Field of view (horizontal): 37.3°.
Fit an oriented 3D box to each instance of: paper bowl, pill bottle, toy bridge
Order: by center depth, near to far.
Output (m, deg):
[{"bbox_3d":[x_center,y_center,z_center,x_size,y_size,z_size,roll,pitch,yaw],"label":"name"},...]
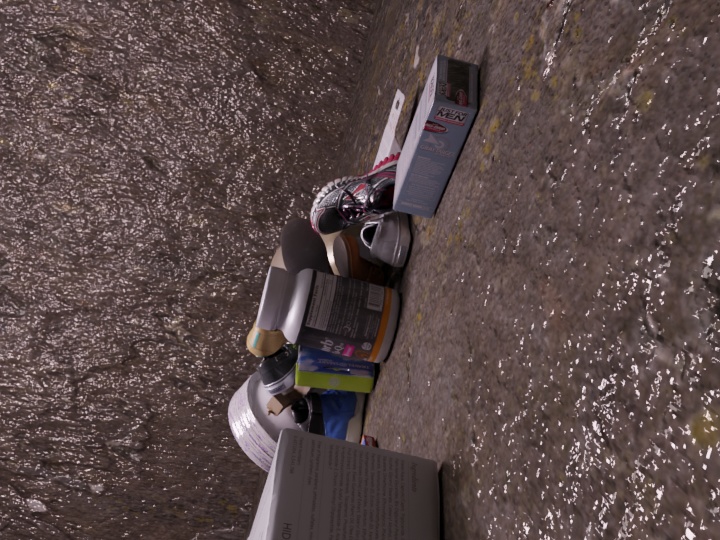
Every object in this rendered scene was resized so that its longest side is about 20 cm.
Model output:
[{"bbox_3d":[-0.049,0.062,1.595,0.116,0.200,0.117,-166,90,-84],"label":"pill bottle"},{"bbox_3d":[-0.087,0.183,1.744,0.200,0.027,0.067,-35,-15,-43],"label":"toy bridge"},{"bbox_3d":[-0.115,0.249,1.807,0.104,0.200,0.201,-47,20,26],"label":"paper bowl"}]

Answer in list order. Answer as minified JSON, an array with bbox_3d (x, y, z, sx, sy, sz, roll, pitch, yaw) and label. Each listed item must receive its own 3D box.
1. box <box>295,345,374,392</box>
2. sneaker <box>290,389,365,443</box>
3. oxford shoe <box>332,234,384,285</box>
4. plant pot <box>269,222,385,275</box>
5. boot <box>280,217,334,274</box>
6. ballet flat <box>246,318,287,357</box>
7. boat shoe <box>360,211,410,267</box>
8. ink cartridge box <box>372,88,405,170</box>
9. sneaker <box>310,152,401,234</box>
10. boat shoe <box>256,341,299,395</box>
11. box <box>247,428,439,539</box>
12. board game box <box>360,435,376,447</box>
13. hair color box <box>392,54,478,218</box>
[{"bbox_3d":[-0.039,0.132,1.695,0.200,0.122,0.048,-89,5,-66],"label":"box"},{"bbox_3d":[-0.052,0.205,1.712,0.077,0.111,0.200,110,171,-46],"label":"sneaker"},{"bbox_3d":[0.000,0.000,1.681,0.200,0.071,0.071,77,171,-58],"label":"oxford shoe"},{"bbox_3d":[-0.035,-0.008,1.843,0.200,0.187,0.188,-34,41,59],"label":"plant pot"},{"bbox_3d":[-0.071,0.010,1.720,0.200,0.073,0.075,64,-178,17],"label":"boot"},{"bbox_3d":[-0.112,0.066,1.703,0.200,0.069,0.063,-50,-22,-51],"label":"ballet flat"},{"bbox_3d":[0.035,-0.055,1.689,0.200,0.068,0.072,-93,18,-67],"label":"boat shoe"},{"bbox_3d":[0.062,-0.216,1.905,0.161,0.050,0.200,-102,30,-75],"label":"ink cartridge box"},{"bbox_3d":[0.005,-0.112,1.665,0.200,0.081,0.075,-30,35,22],"label":"sneaker"},{"bbox_3d":[-0.128,0.144,1.730,0.057,0.069,0.200,62,-173,-9],"label":"boat shoe"},{"bbox_3d":[-0.027,0.304,1.057,0.200,0.171,0.199,-85,11,-55],"label":"box"},{"bbox_3d":[-0.009,0.341,1.486,0.103,0.019,0.200,-114,38,-77],"label":"board game box"},{"bbox_3d":[0.100,-0.177,1.433,0.200,0.060,0.099,109,171,-46],"label":"hair color box"}]
